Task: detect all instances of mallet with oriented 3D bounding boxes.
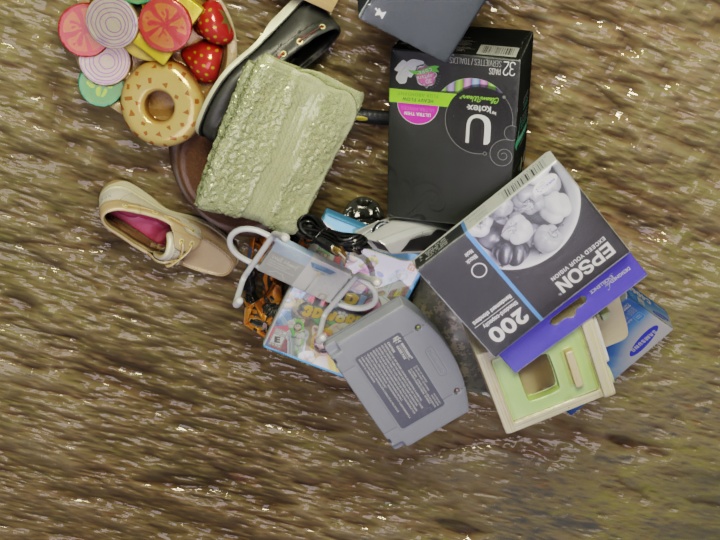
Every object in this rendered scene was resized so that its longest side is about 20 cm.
[{"bbox_3d":[-0.029,-0.182,1.359,0.199,0.041,0.066,10,123,-13],"label":"mallet"}]

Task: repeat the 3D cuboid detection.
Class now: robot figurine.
[{"bbox_3d":[-0.098,0.014,1.450,0.145,0.058,0.201,29,120,26],"label":"robot figurine"}]

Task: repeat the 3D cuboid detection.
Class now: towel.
[{"bbox_3d":[-0.094,-0.138,1.266,0.148,0.037,0.201,15,116,-28],"label":"towel"}]

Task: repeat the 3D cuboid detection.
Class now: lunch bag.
[{"bbox_3d":[0.140,0.066,1.486,0.199,0.118,0.165,17,121,-18],"label":"lunch bag"}]

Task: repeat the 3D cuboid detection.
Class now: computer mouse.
[{"bbox_3d":[0.033,-0.046,1.308,0.199,0.109,0.044,-3,104,-33],"label":"computer mouse"}]

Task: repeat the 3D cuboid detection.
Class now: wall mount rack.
[{"bbox_3d":[-0.061,0.007,1.305,0.199,0.075,0.174,25,139,-14],"label":"wall mount rack"}]

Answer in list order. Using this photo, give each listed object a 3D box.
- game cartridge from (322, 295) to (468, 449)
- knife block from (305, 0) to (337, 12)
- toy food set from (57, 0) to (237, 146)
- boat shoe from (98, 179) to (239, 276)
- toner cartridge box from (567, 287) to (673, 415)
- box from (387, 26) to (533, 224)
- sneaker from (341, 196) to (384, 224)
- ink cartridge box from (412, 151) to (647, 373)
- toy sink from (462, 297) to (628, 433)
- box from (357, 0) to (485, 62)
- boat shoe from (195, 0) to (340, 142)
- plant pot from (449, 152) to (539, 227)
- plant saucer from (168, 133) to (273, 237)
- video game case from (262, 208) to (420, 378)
[{"bbox_3d":[0.054,0.128,1.423,0.133,0.041,0.200,-28,122,7],"label":"game cartridge"},{"bbox_3d":[-0.131,-0.359,1.212,0.175,0.064,0.201,-16,125,10],"label":"knife block"},{"bbox_3d":[-0.240,-0.255,1.274,0.198,0.049,0.200,36,115,-12],"label":"toy food set"},{"bbox_3d":[-0.247,-0.038,1.431,0.199,0.069,0.074,27,120,-19],"label":"boat shoe"},{"bbox_3d":[0.329,0.110,1.568,0.095,0.043,0.200,31,119,-23],"label":"toner cartridge box"},{"bbox_3d":[0.114,-0.166,1.281,0.148,0.124,0.201,8,118,13],"label":"box"},{"bbox_3d":[0.000,0.000,1.465,0.070,0.098,0.202,-1,102,-2],"label":"sneaker"},{"bbox_3d":[0.195,0.003,1.256,0.198,0.043,0.200,-39,111,13],"label":"ink cartridge box"},{"bbox_3d":[0.242,0.093,1.383,0.199,0.112,0.131,-21,119,2],"label":"toy sink"},{"bbox_3d":[0.074,-0.336,1.149,0.107,0.200,0.149,24,122,-17],"label":"box"},{"bbox_3d":[-0.106,-0.219,1.264,0.063,0.074,0.201,43,90,10],"label":"boat shoe"},{"bbox_3d":[0.170,-0.054,1.374,0.199,0.201,0.027,-18,168,11],"label":"plant pot"},{"bbox_3d":[-0.149,-0.125,1.350,0.199,0.037,0.202,9,118,17],"label":"plant saucer"},{"bbox_3d":[-0.019,0.036,1.397,0.142,0.018,0.201,22,112,-12],"label":"video game case"}]
